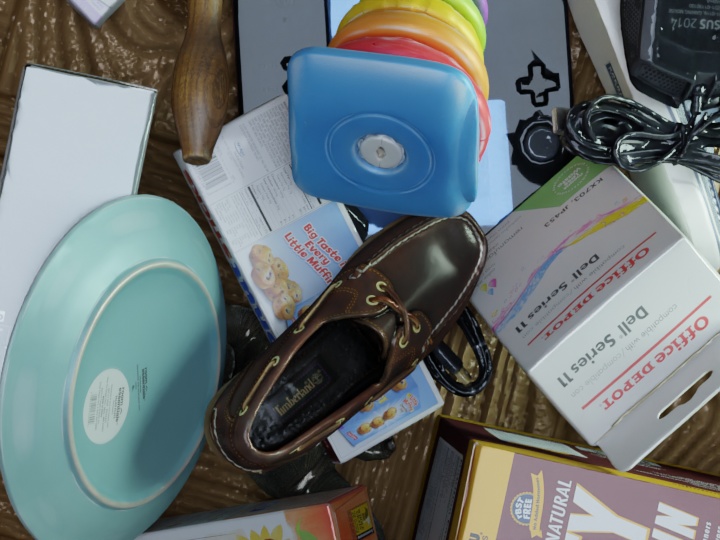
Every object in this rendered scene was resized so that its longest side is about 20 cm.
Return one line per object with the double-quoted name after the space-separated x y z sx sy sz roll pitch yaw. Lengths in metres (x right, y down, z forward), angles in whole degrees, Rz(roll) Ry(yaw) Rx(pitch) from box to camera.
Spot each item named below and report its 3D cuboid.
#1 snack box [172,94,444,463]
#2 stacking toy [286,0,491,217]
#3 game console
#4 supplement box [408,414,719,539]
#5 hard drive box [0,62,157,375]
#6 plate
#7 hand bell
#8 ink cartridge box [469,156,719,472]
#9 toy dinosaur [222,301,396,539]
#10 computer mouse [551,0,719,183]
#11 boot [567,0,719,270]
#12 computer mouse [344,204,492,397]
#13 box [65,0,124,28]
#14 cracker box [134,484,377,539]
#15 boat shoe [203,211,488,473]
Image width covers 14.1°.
-0.029 0.005 1.652 0.072 0.024 0.201 -29 96 -14 "snack box"
0.032 -0.134 1.643 0.109 0.116 0.201 8 48 9 "stacking toy"
0.027 -0.095 1.715 0.199 0.031 0.178 -3 92 -5 "game console"
0.133 0.173 1.644 0.196 0.200 0.134 12 91 -4 "supplement box"
-0.171 -0.010 1.641 0.076 0.156 0.201 11 91 -5 "hard drive box"
-0.124 0.060 1.574 0.025 0.200 0.201 13 91 31 "plate"
-0.087 -0.157 1.638 0.104 0.104 0.201 2 72 -4 "hand bell"
0.136 0.018 1.618 0.117 0.200 0.067 -42 116 2 "ink cartridge box"
-0.041 0.083 1.704 0.102 0.077 0.201 -25 98 9 "toy dinosaur"
0.183 -0.153 1.658 0.138 0.053 0.201 7 92 -16 "computer mouse"
0.197 -0.101 1.707 0.090 0.073 0.201 -22 97 -12 "boot"
0.000 0.000 1.684 0.200 0.034 0.059 40 87 -3 "computer mouse"
-0.211 -0.223 1.690 0.041 0.039 0.200 -45 94 -3 "box"
-0.079 0.206 1.660 0.199 0.058 0.135 -11 93 25 "cracker box"
0.001 0.039 1.611 0.200 0.070 0.070 -45 99 -15 "boat shoe"
